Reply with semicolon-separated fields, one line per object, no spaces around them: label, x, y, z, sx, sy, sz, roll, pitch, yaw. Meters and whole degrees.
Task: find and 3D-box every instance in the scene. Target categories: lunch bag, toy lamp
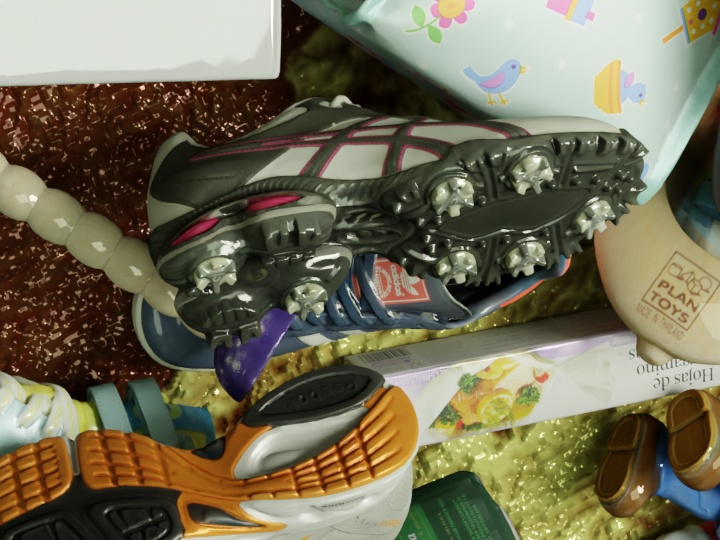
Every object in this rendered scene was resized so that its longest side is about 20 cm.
lunch bag;0.090;-0.155;0.771;0.170;0.122;0.201;31;92;-28
toy lamp;-0.121;-0.018;0.753;0.199;0.058;0.058;32;93;-2

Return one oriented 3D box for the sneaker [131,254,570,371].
sneaker;0.000;0.000;0.804;0.199;0.085;0.075;-19;109;-12

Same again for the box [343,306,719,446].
box;0.091;0.046;0.870;0.199;0.041;0.039;-10;107;-16

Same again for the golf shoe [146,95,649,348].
golf shoe;0.013;-0.039;0.722;0.199;0.088;0.077;-11;141;-8

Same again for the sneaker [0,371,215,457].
sneaker;-0.138;0.060;0.781;0.130;0.080;0.201;-28;121;-7

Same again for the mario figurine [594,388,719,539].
mario figurine;0.213;0.140;0.892;0.199;0.123;0.106;29;90;-23

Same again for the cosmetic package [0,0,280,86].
cosmetic package;-0.139;-0.114;0.720;0.199;0.101;0.072;-3;106;-16

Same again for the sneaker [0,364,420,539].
sneaker;-0.069;0.110;0.745;0.199;0.076;0.092;-13;139;-3

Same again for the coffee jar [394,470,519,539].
coffee jar;-0.024;0.168;0.830;0.199;0.086;0.104;-20;154;-12

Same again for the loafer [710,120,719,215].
loafer;0.189;-0.099;0.732;0.072;0.063;0.201;-16;124;-28

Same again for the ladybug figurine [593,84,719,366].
ladybug figurine;0.181;-0.041;0.844;0.135;0.072;0.200;36;80;8
